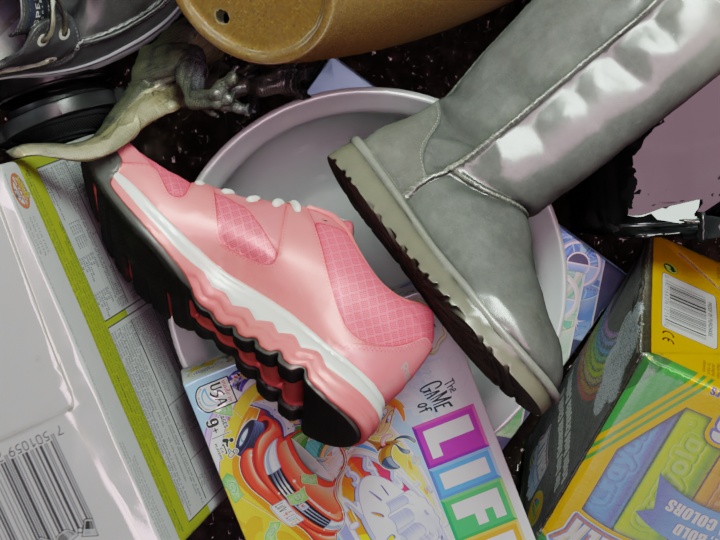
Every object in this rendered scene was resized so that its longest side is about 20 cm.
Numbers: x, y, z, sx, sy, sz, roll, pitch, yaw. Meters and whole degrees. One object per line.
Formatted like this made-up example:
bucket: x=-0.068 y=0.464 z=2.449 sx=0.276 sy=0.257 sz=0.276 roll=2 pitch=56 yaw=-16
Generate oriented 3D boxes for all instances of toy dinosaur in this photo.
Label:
toy dinosaur: x=-0.080 y=-0.093 z=1.406 sx=0.088 sy=0.200 sz=0.048 roll=7 pitch=123 yaw=26

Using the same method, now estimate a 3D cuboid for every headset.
headset: x=-0.149 y=-0.119 z=1.538 sx=0.200 sy=0.094 sz=0.124 roll=11 pitch=90 yaw=8

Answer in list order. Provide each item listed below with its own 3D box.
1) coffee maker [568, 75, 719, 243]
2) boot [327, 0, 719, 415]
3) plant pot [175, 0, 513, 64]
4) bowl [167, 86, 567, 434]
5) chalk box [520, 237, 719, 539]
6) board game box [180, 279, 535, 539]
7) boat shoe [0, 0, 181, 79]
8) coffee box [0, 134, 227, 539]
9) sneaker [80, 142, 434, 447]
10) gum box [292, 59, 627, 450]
coffee maker: x=0.168 y=-0.121 z=1.502 sx=0.134 sy=0.192 sz=0.200 roll=-7 pitch=95 yaw=-25
boot: x=0.106 y=-0.054 z=1.388 sx=0.200 sy=0.073 sz=0.182 roll=-33 pitch=72 yaw=-7
plant pot: x=-0.002 y=-0.177 z=1.387 sx=0.186 sy=0.200 sz=0.187 roll=16 pitch=125 yaw=24
bowl: x=0.000 y=0.000 z=1.487 sx=0.201 sy=0.090 sz=0.201 roll=-1 pitch=101 yaw=-5
chalk box: x=0.160 y=0.108 z=1.526 sx=0.124 sy=0.124 sz=0.200 roll=23 pitch=122 yaw=-7
board game box: x=0.009 y=0.118 z=1.447 sx=0.134 sy=0.034 sz=0.200 roll=-22 pitch=102 yaw=-1
boat shoe: x=-0.176 y=-0.128 z=1.450 sx=0.200 sy=0.066 sz=0.070 roll=-11 pitch=93 yaw=-12
coffee box: x=-0.198 y=0.067 z=1.444 sx=0.199 sy=0.198 sz=0.200 roll=-23 pitch=94 yaw=11
sneaker: x=-0.048 y=-0.004 z=1.400 sx=0.200 sy=0.074 sz=0.087 roll=41 pitch=68 yaw=14
gum box: x=0.013 y=0.012 z=1.562 sx=0.200 sy=0.045 sz=0.170 roll=36 pitch=89 yaw=-6
